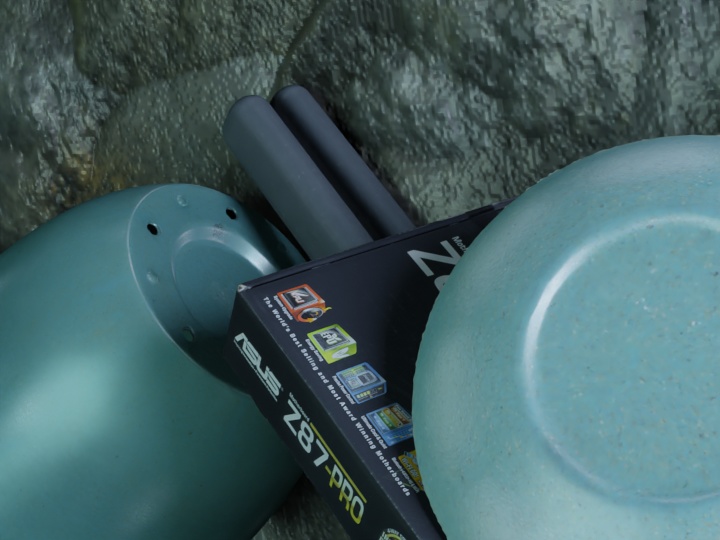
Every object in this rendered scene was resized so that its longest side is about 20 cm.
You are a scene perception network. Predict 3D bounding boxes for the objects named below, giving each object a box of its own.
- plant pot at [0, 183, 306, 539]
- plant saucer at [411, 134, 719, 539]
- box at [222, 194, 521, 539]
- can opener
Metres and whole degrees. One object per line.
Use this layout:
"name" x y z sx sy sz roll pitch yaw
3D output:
"plant pot" -0.105 0.054 0.955 0.161 0.200 0.201 -42 72 32
"plant saucer" 0.111 0.036 0.682 0.201 0.201 0.039 45 175 27
"box" 0.062 0.065 0.771 0.200 0.160 0.049 53 144 33
"can opener" 0.000 0.000 0.918 0.201 0.052 0.067 56 137 18
